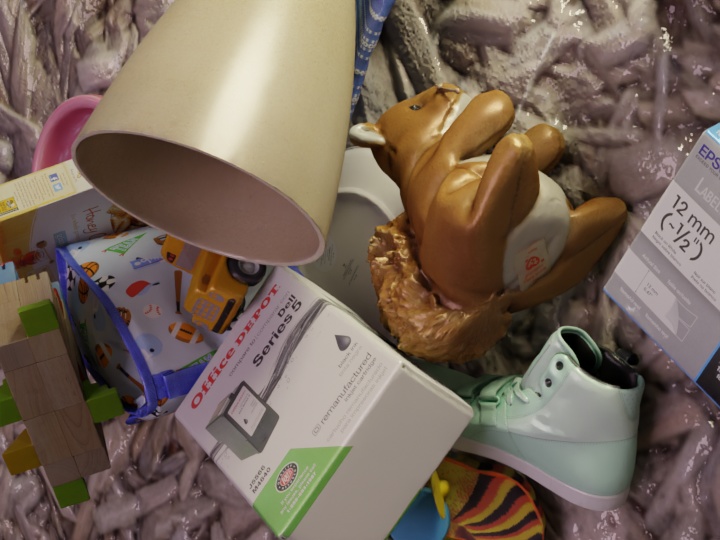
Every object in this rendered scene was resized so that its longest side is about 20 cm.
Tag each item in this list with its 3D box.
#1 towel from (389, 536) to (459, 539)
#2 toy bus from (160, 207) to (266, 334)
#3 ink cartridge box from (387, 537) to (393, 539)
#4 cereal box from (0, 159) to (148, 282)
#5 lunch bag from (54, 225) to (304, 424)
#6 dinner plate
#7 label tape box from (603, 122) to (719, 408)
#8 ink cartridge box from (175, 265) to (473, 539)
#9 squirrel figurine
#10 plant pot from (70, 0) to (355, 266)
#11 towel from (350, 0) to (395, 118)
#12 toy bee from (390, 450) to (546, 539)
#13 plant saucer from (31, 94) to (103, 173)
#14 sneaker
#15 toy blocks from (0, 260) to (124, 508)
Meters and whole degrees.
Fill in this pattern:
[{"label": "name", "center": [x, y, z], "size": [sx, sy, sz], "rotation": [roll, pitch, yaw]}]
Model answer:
[{"label": "towel", "center": [0.075, 0.225, 1.289], "size": [0.200, 0.018, 0.086], "rotation": [33, 118, 39]}, {"label": "toy bus", "center": [-0.096, -0.053, 1.281], "size": [0.065, 0.078, 0.201], "rotation": [-54, 13, 55]}, {"label": "ink cartridge box", "center": [-0.032, 0.298, 1.299], "size": [0.162, 0.057, 0.201], "rotation": [16, 74, 47]}, {"label": "cereal box", "center": [-0.213, -0.052, 1.388], "size": [0.144, 0.199, 0.040], "rotation": [94, 153, -63]}, {"label": "lunch bag", "center": [-0.137, 0.044, 1.339], "size": [0.200, 0.169, 0.124], "rotation": [34, 135, 54]}, {"label": "dinner plate", "center": [0.000, 0.000, 1.330], "size": [0.200, 0.024, 0.201], "rotation": [8, 101, 46]}, {"label": "label tape box", "center": [0.259, -0.019, 1.023], "size": [0.143, 0.066, 0.200], "rotation": [49, 129, 30]}, {"label": "ink cartridge box", "center": [-0.032, 0.103, 1.179], "size": [0.146, 0.084, 0.200], "rotation": [-55, 35, 1]}, {"label": "squirrel figurine", "center": [0.057, -0.039, 1.169], "size": [0.187, 0.141, 0.201], "rotation": [43, 109, 42]}, {"label": "plant pot", "center": [-0.079, -0.135, 1.156], "size": [0.187, 0.187, 0.201], "rotation": [0, 63, 46]}, {"label": "towel", "center": [-0.004, -0.153, 1.254], "size": [0.145, 0.024, 0.201], "rotation": [-90, 17, -61]}, {"label": "toy bee", "center": [0.043, 0.152, 1.216], "size": [0.131, 0.199, 0.109], "rotation": [-156, 71, -77]}, {"label": "plant saucer", "center": [-0.239, -0.066, 1.552], "size": [0.200, 0.051, 0.202], "rotation": [10, 104, 46]}, {"label": "sneaker", "center": [0.113, 0.077, 1.172], "size": [0.200, 0.074, 0.119], "rotation": [23, 119, 25]}, {"label": "toy blocks", "center": [-0.252, 0.068, 1.306], "size": [0.137, 0.100, 0.201], "rotation": [-115, 10, -50]}]
